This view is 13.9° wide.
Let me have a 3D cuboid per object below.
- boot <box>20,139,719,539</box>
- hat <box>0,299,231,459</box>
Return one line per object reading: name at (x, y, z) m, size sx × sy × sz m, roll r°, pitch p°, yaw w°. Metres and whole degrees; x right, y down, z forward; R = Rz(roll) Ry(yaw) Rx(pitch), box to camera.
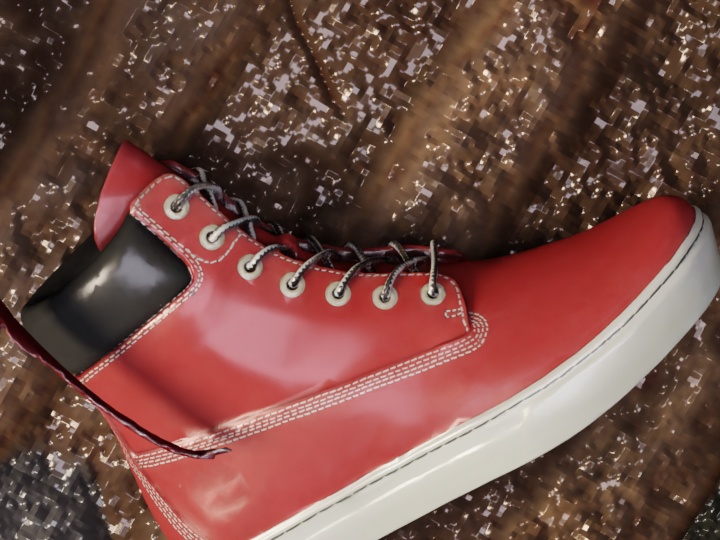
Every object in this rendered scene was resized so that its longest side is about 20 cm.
boot at (0.000, 0.000, 0.913) m, size 0.200 × 0.072 × 0.144 m, roll -31°, pitch 102°, yaw 10°
hat at (-0.168, -0.029, 0.911) m, size 0.165 × 0.176 × 0.201 m, roll -21°, pitch 68°, yaw 40°
